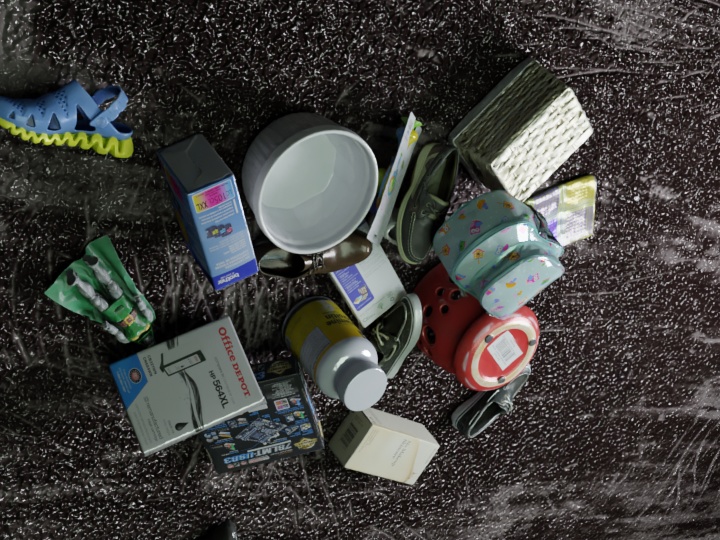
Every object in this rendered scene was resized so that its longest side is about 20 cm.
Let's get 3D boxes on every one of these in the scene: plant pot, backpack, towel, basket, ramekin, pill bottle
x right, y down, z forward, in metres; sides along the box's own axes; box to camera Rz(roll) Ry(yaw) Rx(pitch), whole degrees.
[{"bbox_3d":[0.203,0.103,1.811,0.198,0.183,0.203,-16,129,-21],"label":"plant pot"},{"bbox_3d":[0.221,-0.028,1.631,0.175,0.155,0.199,-37,138,18],"label":"backpack"},{"bbox_3d":[0.361,-0.092,1.891,0.198,0.023,0.145,-20,130,-22],"label":"towel"},{"bbox_3d":[0.267,-0.223,1.667,0.200,0.123,0.136,-44,133,0],"label":"basket"},{"bbox_3d":[-0.082,-0.137,1.502,0.198,0.105,0.203,-17,129,-23],"label":"ramekin"},{"bbox_3d":[-0.040,0.137,1.650,0.111,0.200,0.113,-18,129,-24],"label":"pill bottle"}]

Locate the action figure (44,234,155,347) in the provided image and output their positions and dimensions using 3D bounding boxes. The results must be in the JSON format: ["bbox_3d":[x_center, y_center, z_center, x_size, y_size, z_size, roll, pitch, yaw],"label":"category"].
[{"bbox_3d":[-0.357,0.053,1.484,0.118,0.055,0.201,-41,138,-7],"label":"action figure"}]

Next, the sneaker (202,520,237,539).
[{"bbox_3d":[-0.296,0.540,1.845,0.090,0.076,0.201,27,100,-35],"label":"sneaker"}]

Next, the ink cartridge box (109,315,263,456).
[{"bbox_3d":[-0.266,0.176,1.549,0.198,0.148,0.084,-23,173,-16],"label":"ink cartridge box"}]

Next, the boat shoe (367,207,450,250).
[{"bbox_3d":[0.103,-0.058,1.706,0.198,0.069,0.072,6,117,-36],"label":"boat shoe"}]

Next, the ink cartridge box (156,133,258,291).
[{"bbox_3d":[-0.212,-0.070,1.436,0.076,0.137,0.202,-25,131,-15],"label":"ink cartridge box"}]

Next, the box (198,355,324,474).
[{"bbox_3d":[-0.176,0.244,1.693,0.197,0.050,0.200,-14,132,3],"label":"box"}]

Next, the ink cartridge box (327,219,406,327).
[{"bbox_3d":[0.000,0.000,1.698,0.099,0.039,0.201,-37,135,-7],"label":"ink cartridge box"}]

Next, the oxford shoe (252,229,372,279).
[{"bbox_3d":[-0.072,-0.018,1.567,0.197,0.085,0.074,-10,111,-10],"label":"oxford shoe"}]

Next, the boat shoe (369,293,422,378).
[{"bbox_3d":[0.052,0.122,1.777,0.063,0.071,0.202,-2,134,-28],"label":"boat shoe"}]

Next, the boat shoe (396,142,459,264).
[{"bbox_3d":[0.112,-0.110,1.630,0.071,0.066,0.204,20,81,-33],"label":"boat shoe"}]

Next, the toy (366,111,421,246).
[{"bbox_3d":[0.039,-0.145,1.581,0.115,0.047,0.203,27,86,-78],"label":"toy"}]

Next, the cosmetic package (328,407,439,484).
[{"bbox_3d":[0.046,0.334,1.935,0.199,0.073,0.104,23,105,-41],"label":"cosmetic package"}]

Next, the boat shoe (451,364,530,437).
[{"bbox_3d":[0.277,0.265,2.044,0.200,0.071,0.072,-42,134,-3],"label":"boat shoe"}]

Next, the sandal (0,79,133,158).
[{"bbox_3d":[-0.373,-0.203,1.284,0.198,0.079,0.088,2,116,-45],"label":"sandal"}]
